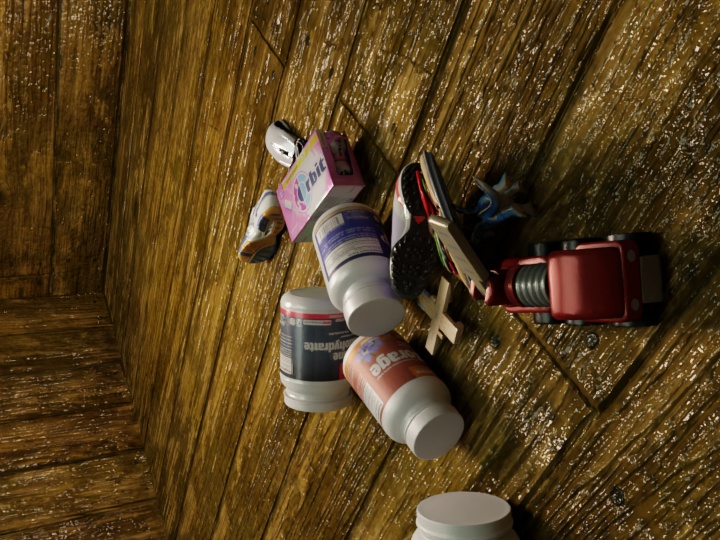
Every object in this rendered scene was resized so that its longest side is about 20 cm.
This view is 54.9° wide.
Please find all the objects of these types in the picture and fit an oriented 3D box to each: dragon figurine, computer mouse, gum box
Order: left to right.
[{"bbox_3d":[-0.160,-0.252,1.447,0.200,0.044,0.110,50,135,46],"label":"computer mouse"},{"bbox_3d":[-0.073,-0.148,1.231,0.200,0.066,0.114,-47,56,50],"label":"gum box"},{"bbox_3d":[0.147,-0.067,0.830,0.099,0.200,0.059,-29,82,25],"label":"dragon figurine"}]

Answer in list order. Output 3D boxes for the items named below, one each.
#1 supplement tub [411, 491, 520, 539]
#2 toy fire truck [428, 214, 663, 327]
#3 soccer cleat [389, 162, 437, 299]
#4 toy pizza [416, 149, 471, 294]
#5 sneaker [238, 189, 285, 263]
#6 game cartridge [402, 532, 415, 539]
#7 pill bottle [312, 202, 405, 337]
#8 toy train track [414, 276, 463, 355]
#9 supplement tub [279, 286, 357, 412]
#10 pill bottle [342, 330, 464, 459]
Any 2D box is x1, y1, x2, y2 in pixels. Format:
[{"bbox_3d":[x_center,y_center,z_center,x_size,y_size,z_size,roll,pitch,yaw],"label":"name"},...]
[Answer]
[{"bbox_3d":[0.138,0.404,0.893,0.144,0.144,0.201,-1,92,60],"label":"supplement tub"},{"bbox_3d":[0.180,0.000,0.716,0.176,0.199,0.129,-4,90,60],"label":"toy fire truck"},{"bbox_3d":[0.075,-0.054,1.022,0.073,0.068,0.201,128,146,-78],"label":"soccer cleat"},{"bbox_3d":[0.109,-0.056,0.883,0.200,0.032,0.201,-20,-90,-79],"label":"toy pizza"},{"bbox_3d":[-0.219,-0.097,1.556,0.200,0.075,0.088,-51,39,41],"label":"sneaker"},{"bbox_3d":[0.088,0.468,0.964,0.032,0.176,0.201,-5,89,37],"label":"game cartridge"},{"bbox_3d":[0.000,0.000,1.089,0.201,0.119,0.120,-109,32,-41],"label":"pill bottle"},{"bbox_3d":[0.108,0.046,1.024,0.200,0.032,0.115,-129,44,-56],"label":"toy train track"},{"bbox_3d":[-0.074,0.138,1.241,0.140,0.140,0.201,16,107,59],"label":"supplement tub"},{"bbox_3d":[0.064,0.182,1.032,0.200,0.112,0.113,46,131,48],"label":"pill bottle"}]
